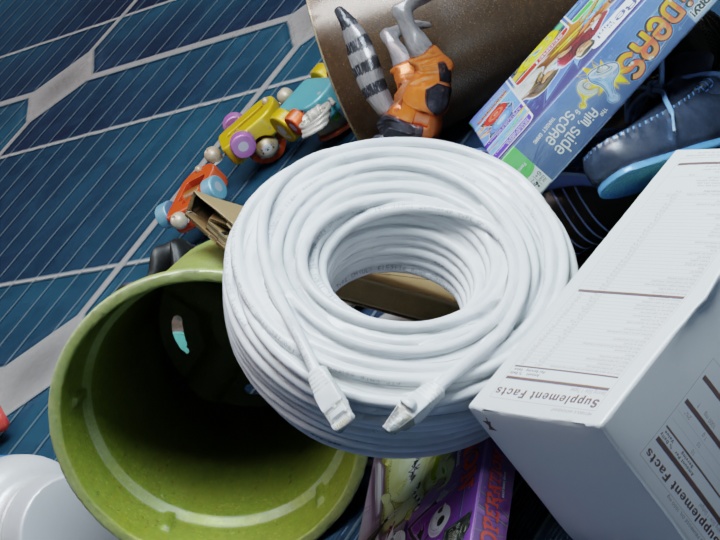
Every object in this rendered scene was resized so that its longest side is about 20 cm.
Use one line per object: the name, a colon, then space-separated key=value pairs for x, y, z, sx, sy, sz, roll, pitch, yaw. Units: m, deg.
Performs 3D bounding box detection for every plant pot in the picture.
plant pot: x=0.078 y=-0.204 z=1.599 sx=0.200 sy=0.187 sz=0.187 roll=-17 pitch=29 yaw=13
plant pot: x=-0.084 y=0.064 z=1.346 sx=0.200 sy=0.201 sz=0.184 roll=-32 pitch=13 yaw=15

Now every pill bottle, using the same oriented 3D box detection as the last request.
pill bottle: x=-0.254 y=0.184 z=1.440 sx=0.200 sy=0.112 sz=0.112 roll=-8 pitch=38 yaw=51

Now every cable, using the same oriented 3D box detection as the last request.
cable: x=0.023 y=0.012 z=1.152 sx=0.200 sy=0.069 sz=0.200 roll=-24 pitch=52 yaw=-24

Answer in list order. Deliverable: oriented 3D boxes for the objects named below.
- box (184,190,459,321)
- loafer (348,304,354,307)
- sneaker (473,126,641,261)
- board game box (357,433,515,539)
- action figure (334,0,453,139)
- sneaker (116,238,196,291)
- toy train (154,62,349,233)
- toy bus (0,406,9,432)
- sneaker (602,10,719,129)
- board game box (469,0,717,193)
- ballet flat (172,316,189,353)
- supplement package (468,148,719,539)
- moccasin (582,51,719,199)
box: x=0.000 y=0.000 z=1.320 sx=0.163 sy=0.200 sz=0.021 roll=37 pitch=110 yaw=65
loafer: x=-0.021 y=-0.041 z=1.558 sx=0.076 sy=0.068 sz=0.200 roll=-35 pitch=24 yaw=8
sneaker: x=0.143 y=-0.041 z=1.339 sx=0.200 sy=0.078 sz=0.070 roll=-3 pitch=35 yaw=20
board game box: x=0.047 y=0.109 z=1.183 sx=0.120 sy=0.032 sz=0.200 roll=-36 pitch=28 yaw=37
action figure: x=0.027 y=-0.088 z=1.471 sx=0.104 sy=0.194 sz=0.200 roll=1 pitch=-5 yaw=-17
sneaker: x=-0.169 y=0.059 z=1.568 sx=0.076 sy=0.088 sz=0.200 roll=-18 pitch=32 yaw=39
toy train: x=-0.079 y=-0.097 z=1.762 sx=0.200 sy=0.056 sz=0.150 roll=-28 pitch=27 yaw=30
toy bus: x=-0.375 y=0.158 z=1.665 sx=0.192 sy=0.136 sz=0.200 roll=-25 pitch=25 yaw=-8
sneaker: x=0.177 y=-0.116 z=1.413 sx=0.199 sy=0.076 sz=0.114 roll=-41 pitch=-5 yaw=37
board game box: x=0.151 y=-0.140 z=1.256 sx=0.200 sy=0.034 sz=0.135 roll=-48 pitch=13 yaw=10
ballet flat: x=-0.115 y=0.054 z=1.514 sx=0.067 sy=0.070 sz=0.200 roll=18 pitch=62 yaw=25
supplement package: x=0.174 y=0.042 z=1.083 sx=0.200 sy=0.110 sz=0.114 roll=-49 pitch=26 yaw=-21
moccasin: x=0.201 y=-0.099 z=1.259 sx=0.200 sy=0.068 sz=0.080 roll=-23 pitch=-6 yaw=-40
